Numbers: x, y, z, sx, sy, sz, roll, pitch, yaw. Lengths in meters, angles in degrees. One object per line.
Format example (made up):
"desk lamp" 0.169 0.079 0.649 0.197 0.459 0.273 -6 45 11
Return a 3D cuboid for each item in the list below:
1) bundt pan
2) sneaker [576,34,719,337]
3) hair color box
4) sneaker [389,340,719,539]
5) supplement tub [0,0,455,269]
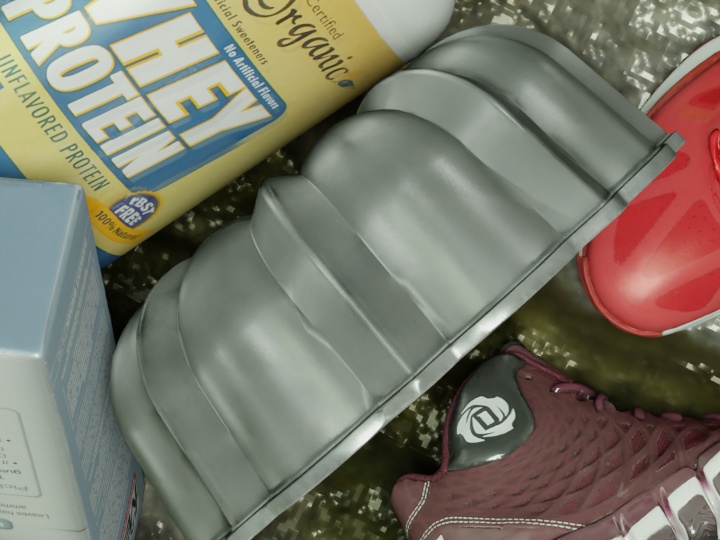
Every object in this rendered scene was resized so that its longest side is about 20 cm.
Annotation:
"bundt pan" 0.000 0.000 0.755 0.202 0.202 0.076 -42 90 7
"sneaker" 0.146 -0.054 0.781 0.078 0.116 0.200 43 97 1
"hair color box" -0.129 0.045 0.776 0.098 0.200 0.061 7 59 5
"sneaker" 0.100 0.054 0.820 0.199 0.116 0.076 -20 138 -19
"supplement tub" -0.060 -0.102 0.782 0.199 0.145 0.145 -34 91 7
